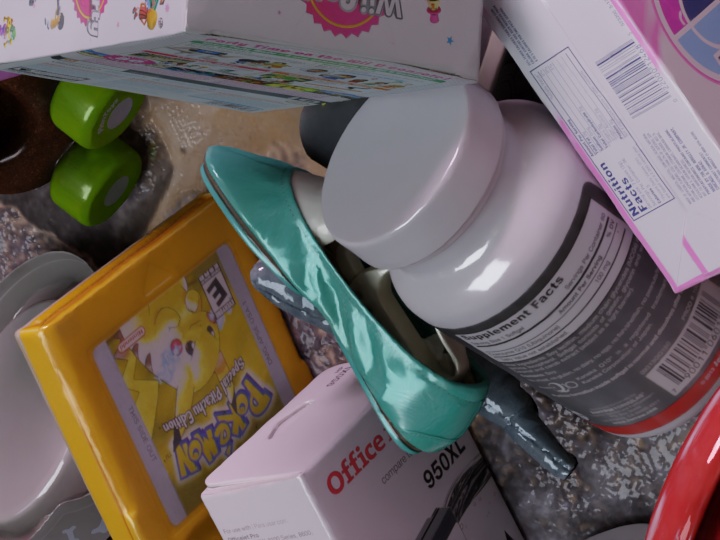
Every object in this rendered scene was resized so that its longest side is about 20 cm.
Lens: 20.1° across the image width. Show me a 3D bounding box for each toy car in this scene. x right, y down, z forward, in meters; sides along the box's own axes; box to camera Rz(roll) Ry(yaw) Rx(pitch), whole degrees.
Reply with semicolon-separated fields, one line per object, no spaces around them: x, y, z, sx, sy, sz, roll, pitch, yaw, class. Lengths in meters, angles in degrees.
-0.248;-0.069;1.155;0.164;0.200;0.158;36;150;14;toy car

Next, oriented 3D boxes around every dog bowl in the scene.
-0.193;0.092;1.257;0.059;0.201;0.200;23;149;-38;dog bowl

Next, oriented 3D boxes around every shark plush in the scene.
0.031;0.050;1.119;0.200;0.083;0.091;49;134;0;shark plush

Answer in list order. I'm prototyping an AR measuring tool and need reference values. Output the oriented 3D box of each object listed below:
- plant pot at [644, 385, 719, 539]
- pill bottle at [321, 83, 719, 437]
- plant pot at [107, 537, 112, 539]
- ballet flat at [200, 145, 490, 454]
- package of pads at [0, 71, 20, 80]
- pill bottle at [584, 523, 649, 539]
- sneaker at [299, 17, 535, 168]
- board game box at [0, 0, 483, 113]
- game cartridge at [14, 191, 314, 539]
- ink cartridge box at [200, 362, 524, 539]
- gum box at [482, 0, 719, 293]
0.239;0.136;0.943;0.182;0.200;0.201;24;130;26;plant pot
0.085;-0.010;0.961;0.200;0.116;0.116;32;144;-33;pill bottle
-0.098;0.255;1.280;0.199;0.200;0.178;11;117;31;plant pot
0.000;0.000;1.058;0.070;0.067;0.200;-38;86;22;ballet flat
-0.235;-0.179;1.090;0.076;0.120;0.200;96;151;-48;package of pads
0.171;0.249;1.122;0.114;0.114;0.200;-19;105;42;pill bottle
0.030;-0.100;1.031;0.106;0.075;0.200;33;133;15;sneaker
-0.060;-0.116;0.910;0.200;0.147;0.065;2;87;56;board game box
-0.094;0.079;1.167;0.032;0.176;0.201;-10;112;40;game cartridge
0.017;0.167;1.162;0.084;0.145;0.201;-15;108;40;ink cartridge box
0.140;-0.098;0.922;0.066;0.113;0.200;-30;97;44;gum box
